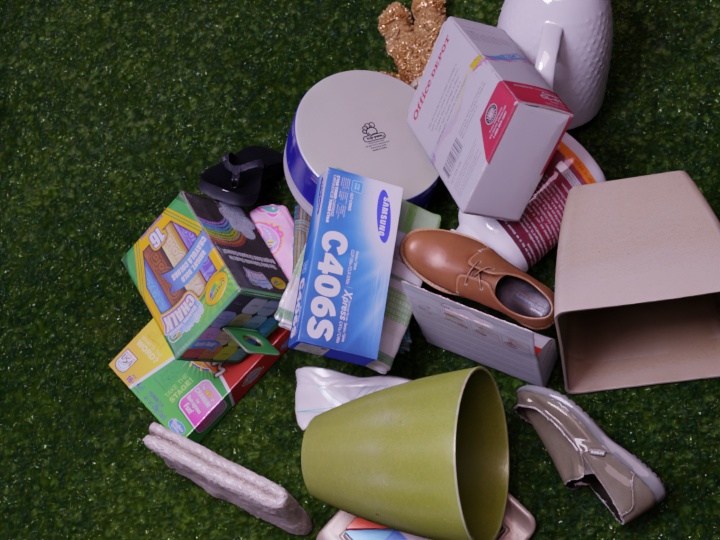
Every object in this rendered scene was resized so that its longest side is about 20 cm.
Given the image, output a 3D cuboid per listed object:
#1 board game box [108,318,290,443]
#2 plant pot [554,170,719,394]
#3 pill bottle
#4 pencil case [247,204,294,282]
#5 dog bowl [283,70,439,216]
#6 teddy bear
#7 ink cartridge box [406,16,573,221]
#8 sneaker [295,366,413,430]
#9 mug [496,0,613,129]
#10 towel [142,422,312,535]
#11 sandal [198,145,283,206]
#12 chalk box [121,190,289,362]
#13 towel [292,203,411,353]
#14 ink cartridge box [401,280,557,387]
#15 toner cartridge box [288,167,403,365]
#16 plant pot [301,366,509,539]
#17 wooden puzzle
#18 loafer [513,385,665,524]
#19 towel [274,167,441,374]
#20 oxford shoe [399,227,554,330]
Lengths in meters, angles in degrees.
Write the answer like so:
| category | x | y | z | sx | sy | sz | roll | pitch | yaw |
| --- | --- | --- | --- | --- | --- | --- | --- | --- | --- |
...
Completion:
| category | x | y | z | sx | sy | sz | roll | pitch | yaw |
| --- | --- | --- | --- | --- | --- | --- | --- | --- | --- |
| board game box | -0.197 | 0.100 | 1.429 | 0.153 | 0.040 | 0.200 | 40 | 83 | 24 |
| plant pot | 0.314 | 0.005 | 1.269 | 0.197 | 0.201 | 0.179 | -7 | 58 | 11 |
| pill bottle | 0.191 | -0.067 | 1.361 | 0.200 | 0.113 | 0.113 | -41 | 66 | -5 |
| pencil case | -0.074 | 0.009 | 1.409 | 0.087 | 0.088 | 0.201 | -36 | 64 | -3 |
| dog bowl | 0.006 | -0.147 | 1.415 | 0.197 | 0.079 | 0.203 | 6 | 60 | -11 |
| teddy bear | 0.079 | -0.285 | 1.500 | 0.143 | 0.067 | 0.203 | 0 | 68 | 16 |
| ink cartridge box | 0.141 | -0.175 | 1.294 | 0.084 | 0.149 | 0.201 | 7 | 36 | -25 |
| sneaker | 0.013 | 0.163 | 1.346 | 0.197 | 0.070 | 0.082 | 3 | 78 | 21 |
| mug | 0.230 | -0.265 | 1.363 | 0.145 | 0.177 | 0.202 | 10 | 50 | 10 |
| towel | -0.154 | 0.244 | 1.312 | 0.198 | 0.133 | 0.035 | 22 | 71 | 21 |
| sandal | -0.150 | -0.131 | 1.433 | 0.075 | 0.200 | 0.043 | 17 | 115 | 5 |
| chalk box | -0.167 | 0.029 | 1.341 | 0.124 | 0.124 | 0.201 | -43 | 62 | 21 |
| towel | -0.012 | 0.004 | 1.367 | 0.144 | 0.022 | 0.202 | 10 | 48 | -13 |
| ink cartridge box | 0.137 | 0.058 | 1.277 | 0.158 | 0.200 | 0.048 | 22 | 73 | 20 |
| toner cartridge box | -0.015 | -0.005 | 1.259 | 0.094 | 0.043 | 0.203 | 14 | 73 | -17 |
| plant pot | 0.042 | 0.205 | 1.238 | 0.197 | 0.187 | 0.190 | -5 | 67 | 24 |
| wooden puzzle | 0.071 | 0.299 | 1.288 | 0.185 | 0.037 | 0.200 | 40 | 83 | 23 |
| loafer | 0.244 | 0.205 | 1.263 | 0.199 | 0.075 | 0.070 | 39 | 77 | 23 |
| towel | 0.000 | 0.000 | 1.303 | 0.148 | 0.031 | 0.202 | 25 | 71 | -12 |
| oxford shoe | 0.134 | 0.003 | 1.271 | 0.198 | 0.071 | 0.072 | 24 | 89 | 10 |
